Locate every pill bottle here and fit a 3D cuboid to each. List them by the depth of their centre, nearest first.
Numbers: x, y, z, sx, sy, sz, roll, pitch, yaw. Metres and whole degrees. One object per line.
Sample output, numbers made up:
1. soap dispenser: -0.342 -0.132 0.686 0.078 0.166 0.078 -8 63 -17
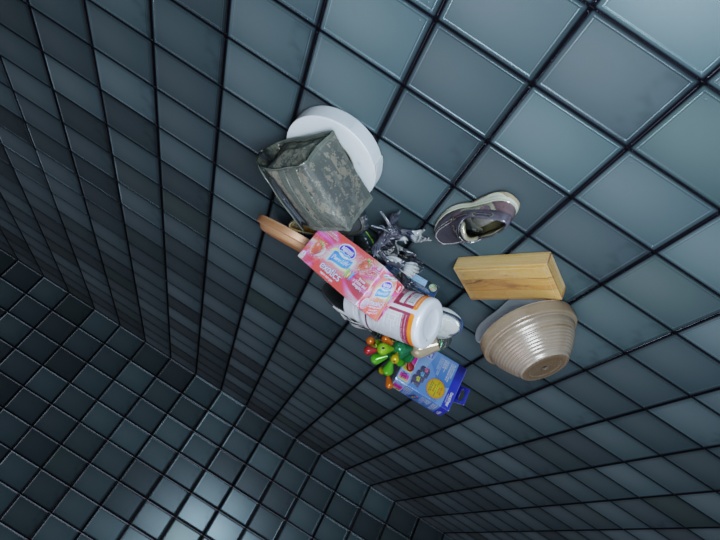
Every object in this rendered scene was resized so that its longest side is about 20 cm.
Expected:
1. pill bottle: 0.067 0.086 1.094 0.199 0.110 0.110 17 146 36

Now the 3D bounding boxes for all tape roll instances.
1. tape roll: -0.051 -0.225 0.999 0.201 0.037 0.204 22 146 15

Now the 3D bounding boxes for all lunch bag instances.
1. lunch bag: -0.105 -0.165 0.986 0.199 0.118 0.165 5 140 45

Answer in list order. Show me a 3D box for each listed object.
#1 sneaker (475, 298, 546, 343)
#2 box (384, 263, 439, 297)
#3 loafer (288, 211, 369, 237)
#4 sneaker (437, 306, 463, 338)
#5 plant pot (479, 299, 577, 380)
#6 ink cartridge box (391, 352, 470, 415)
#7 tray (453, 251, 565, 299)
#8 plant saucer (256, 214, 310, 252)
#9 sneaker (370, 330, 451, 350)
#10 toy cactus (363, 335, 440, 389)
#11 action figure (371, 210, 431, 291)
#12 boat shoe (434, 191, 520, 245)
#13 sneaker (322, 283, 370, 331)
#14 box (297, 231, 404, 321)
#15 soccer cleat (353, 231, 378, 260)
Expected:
1. sneaker: 0.348 0.116 1.100 0.098 0.071 0.200 22 140 -19
2. box: 0.094 0.064 1.260 0.136 0.038 0.200 30 148 1
3. loafer: -0.072 -0.100 1.132 0.198 0.072 0.074 0 109 37
4. sneaker: 0.133 0.124 1.167 0.198 0.085 0.078 5 101 21
5. plant pot: 0.349 0.156 1.021 0.198 0.093 0.202 -10 142 -8
6. ink cartridge box: 0.198 0.299 1.395 0.199 0.137 0.076 31 153 1
7. tray: 0.297 0.015 1.027 0.199 0.037 0.099 -2 134 43
8. plant saucer: -0.159 -0.071 1.216 0.199 0.033 0.200 30 176 2
9. sneaker: 0.129 0.150 1.262 0.198 0.079 0.085 11 177 18
10. toy cactus: 0.099 0.192 1.153 0.163 0.103 0.200 -17 147 13
11. action figure: 0.090 -0.042 1.054 0.101 0.120 0.200 14 156 28
12. boat shoe: 0.203 -0.084 0.945 0.072 0.065 0.199 43 147 -20
13. sneaker: -0.027 0.111 1.393 0.199 0.074 0.089 34 146 -3
14. box: -0.021 0.002 1.044 0.200 0.095 0.103 38 177 38
15. soccer cleat: 0.000 0.000 1.178 0.067 0.080 0.202 35 139 46
